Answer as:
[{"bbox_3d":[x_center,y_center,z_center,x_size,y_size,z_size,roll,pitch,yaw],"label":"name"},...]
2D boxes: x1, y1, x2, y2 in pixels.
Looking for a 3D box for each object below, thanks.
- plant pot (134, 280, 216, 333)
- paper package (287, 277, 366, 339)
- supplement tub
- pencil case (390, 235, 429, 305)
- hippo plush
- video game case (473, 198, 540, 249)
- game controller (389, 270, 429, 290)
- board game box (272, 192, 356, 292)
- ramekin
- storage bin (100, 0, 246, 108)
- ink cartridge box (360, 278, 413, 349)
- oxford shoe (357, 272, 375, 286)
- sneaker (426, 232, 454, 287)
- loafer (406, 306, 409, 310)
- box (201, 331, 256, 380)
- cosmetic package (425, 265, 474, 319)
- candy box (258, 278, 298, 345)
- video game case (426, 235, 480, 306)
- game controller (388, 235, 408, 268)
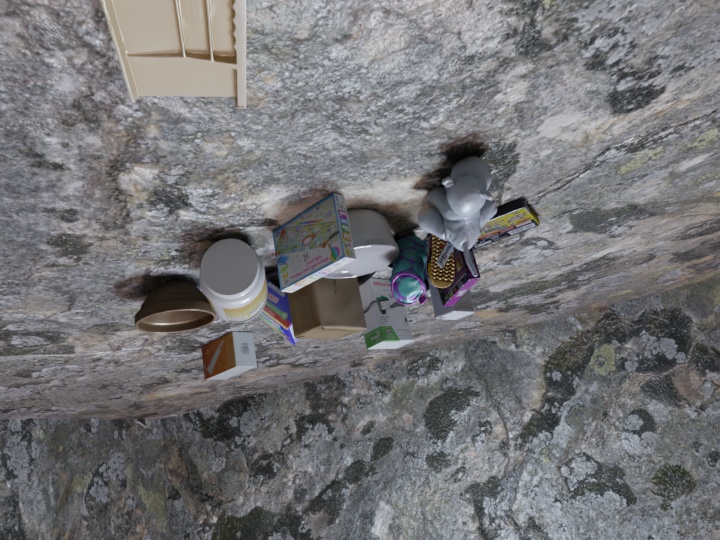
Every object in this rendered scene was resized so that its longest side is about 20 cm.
[{"bbox_3d":[-0.465,0.086,1.385,0.194,0.096,0.202,-11,161,-4],"label":"plant pot"},{"bbox_3d":[-0.088,0.060,1.381,0.102,0.207,0.188,-23,161,34],"label":"paper package"},{"bbox_3d":[-0.281,0.025,1.235,0.139,0.149,0.201,-8,162,-10],"label":"supplement tub"},{"bbox_3d":[0.117,-0.004,1.285,0.092,0.202,0.085,39,118,-12],"label":"pencil case"},{"bbox_3d":[0.185,-0.133,1.083,0.155,0.204,0.163,15,149,18],"label":"hippo plush"},{"bbox_3d":[0.352,-0.116,1.435,0.195,0.026,0.179,-21,161,26],"label":"video game case"},{"bbox_3d":[0.166,0.021,1.543,0.198,0.103,0.043,-19,131,-51],"label":"game controller"},{"bbox_3d":[-0.101,-0.053,1.139,0.197,0.139,0.034,-25,158,37],"label":"board game box"},{"bbox_3d":[-0.017,-0.061,1.239,0.195,0.097,0.203,-12,162,-4],"label":"ramekin"},{"bbox_3d":[-0.132,-0.261,0.384,0.090,0.207,0.199,-4,161,-14],"label":"storage bin"},{"bbox_3d":[0.070,0.133,1.709,0.143,0.206,0.083,5,154,-45],"label":"ink cartridge box"},{"bbox_3d":[0.000,0.000,1.502,0.083,0.075,0.199,-19,172,-39],"label":"oxford shoe"},{"bbox_3d":[0.180,-0.066,1.237,0.072,0.207,0.090,9,-178,-6],"label":"sneaker"},{"bbox_3d":[0.150,0.116,1.922,0.068,0.072,0.201,-7,161,-14],"label":"loafer"},{"bbox_3d":[-0.478,0.312,2.003,0.197,0.128,0.096,-26,157,36],"label":"box"},{"bbox_3d":[0.234,0.023,1.479,0.073,0.207,0.100,-25,159,40],"label":"cosmetic package"},{"bbox_3d":[-0.227,0.103,1.476,0.078,0.167,0.201,-51,169,-17],"label":"candy box"},{"bbox_3d":[0.218,-0.031,1.334,0.035,0.187,0.201,-8,160,-12],"label":"video game case"},{"bbox_3d":[0.111,-0.042,1.467,0.101,0.043,0.200,-15,161,8],"label":"game controller"}]
